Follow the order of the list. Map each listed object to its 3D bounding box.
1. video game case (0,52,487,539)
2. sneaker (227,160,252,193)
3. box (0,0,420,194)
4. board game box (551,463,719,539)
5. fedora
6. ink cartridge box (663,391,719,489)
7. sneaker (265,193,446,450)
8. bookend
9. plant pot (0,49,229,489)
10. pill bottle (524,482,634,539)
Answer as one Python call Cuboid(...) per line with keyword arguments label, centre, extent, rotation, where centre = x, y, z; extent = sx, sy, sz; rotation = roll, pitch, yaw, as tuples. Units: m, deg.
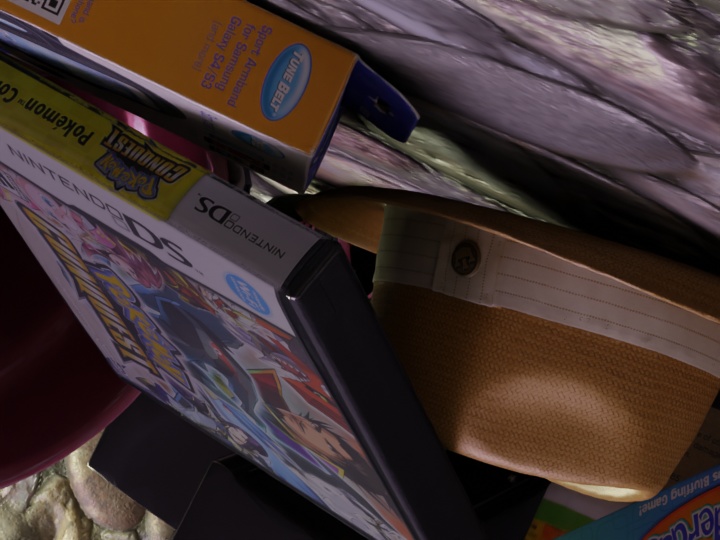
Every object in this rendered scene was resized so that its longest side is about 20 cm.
Cuboid(label="video game case", centre=(-0.051, 0.018, 0.912), extent=(0.180, 0.026, 0.200), rotation=(29, 160, 33))
Cuboid(label="sneaker", centre=(-0.143, -0.018, 1.142), extent=(0.201, 0.077, 0.146), rotation=(-17, 178, -24))
Cuboid(label="box", centre=(-0.078, -0.078, 0.864), extent=(0.199, 0.042, 0.119), rotation=(27, 175, 0))
Cuboid(label="board game box", centre=(0.181, 0.119, 1.013), extent=(0.152, 0.045, 0.200), rotation=(27, 139, -34))
Cuboid(label="fedora", centre=(0.062, 0.031, 0.934), extent=(0.199, 0.082, 0.201), rotation=(17, 176, 1))
Cuboid(label="ink cartridge box", centre=(0.143, 0.072, 1.165), extent=(0.164, 0.075, 0.200), rotation=(22, 174, 19))
Cuboid(label="sneaker", centre=(0.000, 0.000, 1.193), extent=(0.079, 0.096, 0.200), rotation=(-9, -151, -17))
Cuboid(label="bookend", centre=(-0.043, 0.095, 1.193), extent=(0.200, 0.092, 0.199), rotation=(34, -162, 18))
Cuboid(label="plant pot", centre=(-0.179, -0.040, 1.031), extent=(0.179, 0.200, 0.200), rotation=(41, -174, 36))
Cuboid(label="pill bottle", centre=(0.094, 0.201, 1.153), extent=(0.111, 0.201, 0.111), rotation=(24, 176, 2))
